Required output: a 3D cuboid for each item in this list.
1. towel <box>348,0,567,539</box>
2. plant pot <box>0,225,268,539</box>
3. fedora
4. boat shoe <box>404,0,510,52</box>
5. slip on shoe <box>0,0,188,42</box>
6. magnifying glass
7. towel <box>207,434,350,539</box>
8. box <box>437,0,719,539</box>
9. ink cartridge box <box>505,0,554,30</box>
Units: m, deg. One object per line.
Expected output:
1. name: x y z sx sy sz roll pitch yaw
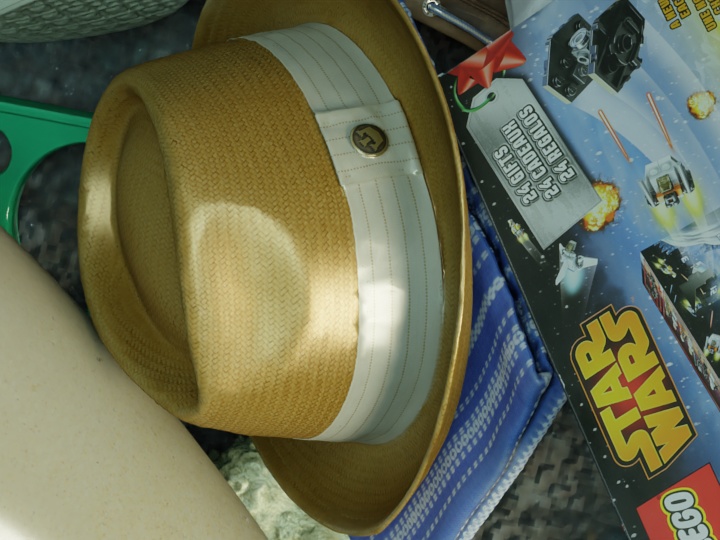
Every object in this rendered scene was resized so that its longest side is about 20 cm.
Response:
1. towel: 0.000 0.000 0.998 0.024 0.145 0.200 -3 53 -30
2. plant pot: -0.123 0.092 0.998 0.200 0.187 0.188 36 92 -12
3. fedora: -0.039 -0.010 0.964 0.082 0.200 0.201 -7 90 -28
4. boat shoe: -0.016 -0.117 1.060 0.199 0.072 0.073 17 98 7
5. slip on shoe: -0.087 -0.123 1.018 0.074 0.200 0.061 -4 76 -30
6. magnifying glass: -0.140 -0.049 1.089 0.200 0.022 0.080 36 107 4
7. towel: -0.047 0.172 1.080 0.148 0.036 0.200 37 92 4
8. box: 0.115 -0.011 0.888 0.137 0.040 0.200 -32 57 17
9. ink cartridge box: 0.167 -0.108 0.990 0.200 0.084 0.146 24 118 -16
